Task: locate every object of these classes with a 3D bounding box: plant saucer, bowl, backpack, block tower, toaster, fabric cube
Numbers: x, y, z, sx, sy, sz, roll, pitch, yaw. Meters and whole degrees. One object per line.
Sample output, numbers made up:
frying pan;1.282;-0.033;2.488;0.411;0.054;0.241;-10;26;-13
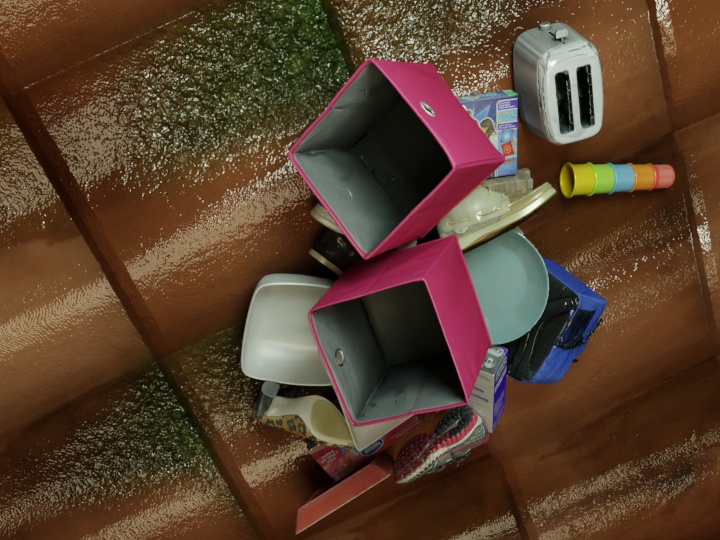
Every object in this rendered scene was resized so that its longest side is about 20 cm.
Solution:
plant saucer;0.213;0.020;1.397;0.197;0.039;0.205;4;105;15
bowl;-0.102;0.093;1.446;0.196;0.075;0.202;8;118;-13
backpack;0.332;0.103;1.497;0.166;0.163;0.202;13;111;-38
block tower;0.197;-0.126;1.421;0.196;0.058;0.055;-10;117;-8
toaster;0.313;-0.284;1.331;0.112;0.130;0.203;-13;117;-4
plant saucer;-0.031;0.403;1.562;0.198;0.200;0.037;-33;83;1
fabric cube;0.056;-0.166;1.226;0.200;0.198;0.197;-43;77;29
fabric cube;0.066;0.087;1.278;0.197;0.200;0.199;-16;105;24

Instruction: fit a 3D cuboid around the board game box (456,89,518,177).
board game box;0.160;-0.215;1.383;0.196;0.035;0.138;-8;115;-8

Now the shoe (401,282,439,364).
shoe;0.102;0.090;1.410;0.069;0.053;0.204;-1;108;19

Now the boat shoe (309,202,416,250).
boat shoe;0.012;-0.090;1.396;0.197;0.071;0.070;13;111;-26

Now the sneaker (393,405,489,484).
sneaker;0.143;0.331;1.522;0.199;0.081;0.075;-36;118;16

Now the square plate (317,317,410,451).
square plate;0.036;0.171;1.437;0.198;0.028;0.201;-28;107;-25

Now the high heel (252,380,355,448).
high heel;-0.099;0.273;1.497;0.198;0.072;0.143;30;149;3

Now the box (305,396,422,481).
box;0.001;0.277;1.543;0.199;0.100;0.096;-35;117;6

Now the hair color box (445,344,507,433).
hair color box;0.200;0.196;1.500;0.065;0.108;0.201;-54;154;-28

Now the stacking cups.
stacking cups;0.446;-0.164;1.458;0.196;0.061;0.062;-6;116;-13

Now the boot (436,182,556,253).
boot;0.192;-0.130;1.326;0.198;0.072;0.157;-28;81;18

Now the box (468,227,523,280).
box;0.202;-0.001;1.467;0.067;0.082;0.202;17;112;-18

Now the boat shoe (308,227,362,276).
boat shoe;0.001;0.001;1.430;0.201;0.074;0.063;39;88;-31
